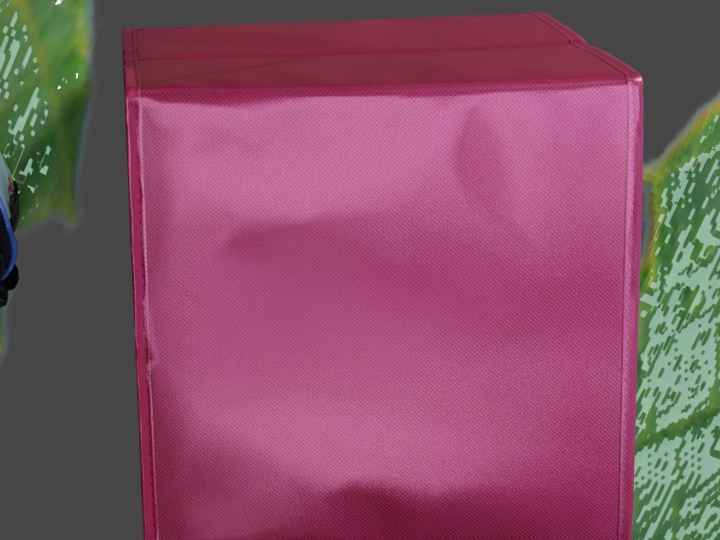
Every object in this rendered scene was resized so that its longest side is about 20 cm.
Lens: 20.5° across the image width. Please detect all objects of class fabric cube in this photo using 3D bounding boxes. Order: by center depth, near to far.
[{"bbox_3d":[0.000,0.000,0.855,0.198,0.200,0.197,-3,105,-6],"label":"fabric cube"}]

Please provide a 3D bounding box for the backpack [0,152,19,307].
[{"bbox_3d":[-0.257,-0.056,0.825,0.182,0.147,0.201,-28,111,-2],"label":"backpack"}]
